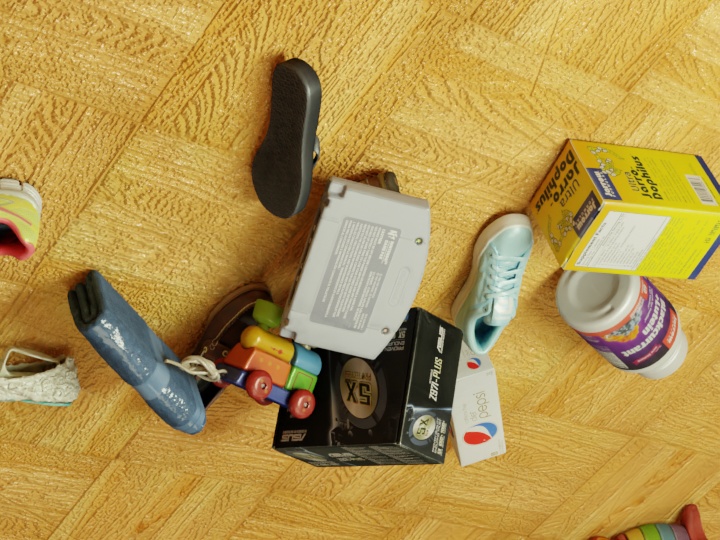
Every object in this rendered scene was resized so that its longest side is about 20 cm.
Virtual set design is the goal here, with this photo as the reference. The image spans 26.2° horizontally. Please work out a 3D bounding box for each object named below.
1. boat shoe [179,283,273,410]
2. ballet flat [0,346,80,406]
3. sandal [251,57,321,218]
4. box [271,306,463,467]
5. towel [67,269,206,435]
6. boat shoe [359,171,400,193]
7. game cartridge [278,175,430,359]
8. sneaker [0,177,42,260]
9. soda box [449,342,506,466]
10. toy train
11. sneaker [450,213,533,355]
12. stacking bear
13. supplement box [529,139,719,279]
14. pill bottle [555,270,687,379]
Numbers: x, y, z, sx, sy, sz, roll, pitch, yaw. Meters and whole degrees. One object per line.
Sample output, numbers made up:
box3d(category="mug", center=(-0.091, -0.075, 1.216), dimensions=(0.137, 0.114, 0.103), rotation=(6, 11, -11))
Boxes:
box3d(category="boat shoe", center=(-0.161, 0.103, 1.828), dimensions=(0.070, 0.070, 0.200), rotation=(17, 125, -33))
box3d(category="ballet flat", center=(-0.413, 0.116, 1.748), dimensions=(0.199, 0.072, 0.072), rotation=(3, 134, -29))
box3d(category="sandal", center=(-0.066, -0.132, 1.612), dimensions=(0.043, 0.076, 0.200), rotation=(-28, 149, -36))
box3d(category="box", center=(0.007, 0.140, 1.807), dimensions=(0.200, 0.164, 0.086), rotation=(-7, 155, 41))
box3d(category="towel", center=(-0.248, 0.097, 1.722), dimensions=(0.048, 0.112, 0.200), rotation=(-35, 123, 4))
box3d(category="boat shoe", center=(0.012, -0.027, 1.764), dimensions=(0.074, 0.076, 0.200), rotation=(-10, 131, -6))
box3d(category="game cartridge", center=(0.000, 0.000, 1.702), dimensions=(0.133, 0.041, 0.200), rotation=(16, 116, -9))
box3d(category="sneaker", center=(-0.412, -0.045, 1.537), dimensions=(0.199, 0.090, 0.078), rotation=(-2, 138, -19))
box3d(category="soda box", center=(0.144, 0.173, 2.043), dimensions=(0.068, 0.064, 0.200), rotation=(-18, 139, -4))
box3d(category="toy train", center=(-0.122, 0.083, 1.748), dimensions=(0.200, 0.085, 0.116), rotation=(29, 79, -41))
box3d(category="sneaker", center=(0.171, 0.022, 1.873), dimensions=(0.074, 0.082, 0.200), rotation=(-4, 137, -21))
box3d(category="stacking bear", center=(0.444, 0.455, 2.459), dimensions=(0.199, 0.122, 0.114), rotation=(-6, 131, -4))
box3d(category="supplement box", center=(0.320, -0.070, 1.816), dimensions=(0.199, 0.110, 0.109), rotation=(4, 133, -28))
box3d(category="pill bottle", center=(0.339, 0.063, 1.969), dimensions=(0.111, 0.112, 0.200), rotation=(-35, 138, 16))
